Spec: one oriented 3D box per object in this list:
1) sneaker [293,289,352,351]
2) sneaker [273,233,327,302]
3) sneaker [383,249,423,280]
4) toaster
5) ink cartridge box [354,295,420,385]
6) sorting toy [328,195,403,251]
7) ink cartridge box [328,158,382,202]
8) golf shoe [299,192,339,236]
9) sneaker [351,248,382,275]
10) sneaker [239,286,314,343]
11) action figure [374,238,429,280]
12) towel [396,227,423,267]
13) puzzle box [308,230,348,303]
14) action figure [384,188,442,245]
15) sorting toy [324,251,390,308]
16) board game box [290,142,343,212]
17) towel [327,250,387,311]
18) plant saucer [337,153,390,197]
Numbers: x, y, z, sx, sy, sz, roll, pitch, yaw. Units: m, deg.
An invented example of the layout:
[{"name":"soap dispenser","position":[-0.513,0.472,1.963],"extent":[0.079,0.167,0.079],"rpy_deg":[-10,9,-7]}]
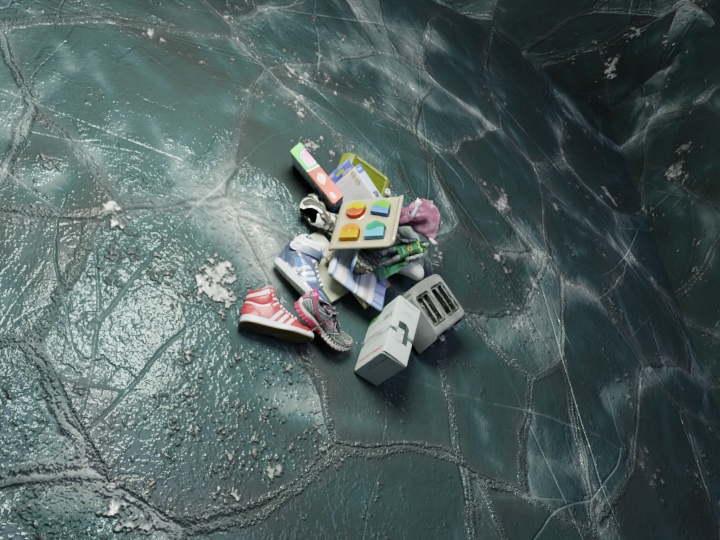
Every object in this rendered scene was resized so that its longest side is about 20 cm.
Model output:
[{"name":"sneaker","position":[-0.084,0.135,1.506],"extent":[0.200,0.074,0.081],"rpy_deg":[46,6,-29]},{"name":"sneaker","position":[-0.123,-0.006,1.570],"extent":[0.200,0.081,0.147],"rpy_deg":[44,72,3]},{"name":"sneaker","position":[0.104,-0.027,1.764],"extent":[0.199,0.076,0.081],"rpy_deg":[38,60,-3]},{"name":"toaster","position":[0.198,0.123,1.749],"extent":[0.180,0.119,0.202],"rpy_deg":[-25,78,-47]},{"name":"ink cartridge box","position":[0.075,0.192,1.579],"extent":[0.082,0.146,0.202],"rpy_deg":[35,45,-14]},{"name":"sorting toy","position":[0.014,-0.135,1.596],"extent":[0.037,0.196,0.188],"rpy_deg":[62,31,-43]},{"name":"ink cartridge box","position":[-0.005,-0.231,1.749],"extent":[0.201,0.119,0.042],"rpy_deg":[54,46,-4]},{"name":"golf shoe","position":[-0.099,-0.135,1.698],"extent":[0.198,0.078,0.095],"rpy_deg":[36,33,0]},{"name":"sneaker","position":[0.014,-0.064,1.645],"extent":[0.078,0.089,0.202],"rpy_deg":[40,50,-24]},{"name":"sneaker","position":[-0.203,0.110,1.464],"extent":[0.197,0.071,0.114],"rpy_deg":[20,53,-25]},{"name":"action figure","position":[0.122,-0.054,1.714],"extent":[0.197,0.055,0.120],"rpy_deg":[-17,76,-27]},{"name":"towel","position":[0.141,-0.112,1.851],"extent":[0.202,0.048,0.172],"rpy_deg":[57,18,-14]},{"name":"puzzle box","position":[-0.105,-0.011,1.663],"extent":[0.132,0.025,0.201],"rpy_deg":[-30,81,-46]},{"name":"action figure","position":[0.134,-0.155,1.703],"extent":[0.196,0.152,0.134],"rpy_deg":[-6,25,-28]},{"name":"sorting toy","position":[0.000,0.000,1.704],"extent":[0.186,0.036,0.200],"rpy_deg":[51,31,1]},{"name":"board game box","position":[-0.131,-0.275,1.748],"extent":[0.040,0.153,0.201],"rpy_deg":[-40,90,-5]},{"name":"towel","position":[-0.004,0.011,1.645],"extent":[0.199,0.024,0.148],"rpy_deg":[37,38,-19]},{"name":"plant saucer","position":[0.013,-0.285,1.881],"extent":[0.198,0.048,0.202],"rpy_deg":[33,43,-14]}]
